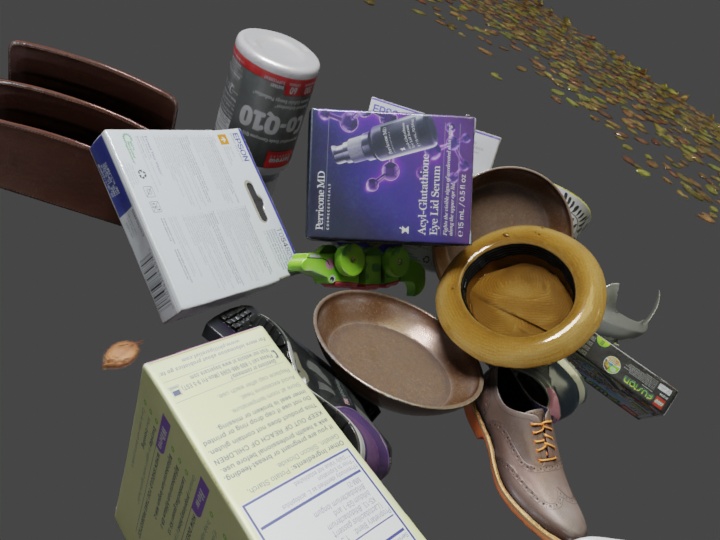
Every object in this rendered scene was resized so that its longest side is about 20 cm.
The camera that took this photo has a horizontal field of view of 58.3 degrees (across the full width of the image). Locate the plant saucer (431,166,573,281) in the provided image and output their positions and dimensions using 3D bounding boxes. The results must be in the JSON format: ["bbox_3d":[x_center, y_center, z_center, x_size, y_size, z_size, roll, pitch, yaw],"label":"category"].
[{"bbox_3d":[0.189,-0.041,0.877,0.196,0.205,0.037,16,15,-12],"label":"plant saucer"}]

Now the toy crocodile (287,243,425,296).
[{"bbox_3d":[0.000,0.000,0.803,0.196,0.064,0.067,2,-2,-41],"label":"toy crocodile"}]

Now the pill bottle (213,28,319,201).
[{"bbox_3d":[-0.134,-0.203,0.867,0.111,0.203,0.115,16,35,-12],"label":"pill bottle"}]

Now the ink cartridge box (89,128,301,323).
[{"bbox_3d":[-0.174,-0.061,0.718,0.198,0.040,0.204,-17,81,-55],"label":"ink cartridge box"}]

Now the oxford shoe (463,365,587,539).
[{"bbox_3d":[0.173,0.186,0.666,0.070,0.074,0.202,0,42,-32],"label":"oxford shoe"}]

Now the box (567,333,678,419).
[{"bbox_3d":[0.287,0.109,0.814,0.198,0.035,0.110,37,-8,17],"label":"box"}]

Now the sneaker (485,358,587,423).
[{"bbox_3d":[0.175,0.103,0.782,0.081,0.071,0.199,-26,52,-34],"label":"sneaker"}]

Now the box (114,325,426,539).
[{"bbox_3d":[-0.071,0.178,0.434,0.095,0.178,0.200,-14,50,-42],"label":"box"}]

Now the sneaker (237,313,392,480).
[{"bbox_3d":[-0.048,0.123,0.602,0.200,0.076,0.087,46,12,35],"label":"sneaker"}]

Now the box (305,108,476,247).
[{"bbox_3d":[0.032,-0.106,0.776,0.194,0.153,0.104,1,1,-4],"label":"box"}]

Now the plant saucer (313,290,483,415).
[{"bbox_3d":[0.037,0.093,0.702,0.196,0.037,0.202,19,24,-9],"label":"plant saucer"}]

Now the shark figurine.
[{"bbox_3d":[0.359,0.057,0.918,0.209,0.092,0.129,9,22,-15],"label":"shark figurine"}]

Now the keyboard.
[{"bbox_3d":[-0.081,0.111,0.654,0.198,0.021,0.127,35,36,14],"label":"keyboard"}]

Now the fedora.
[{"bbox_3d":[0.184,0.041,0.740,0.196,0.082,0.204,-15,46,16],"label":"fedora"}]

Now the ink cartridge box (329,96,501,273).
[{"bbox_3d":[0.073,-0.109,0.880,0.193,0.205,0.043,13,13,-16],"label":"ink cartridge box"}]

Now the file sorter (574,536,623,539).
[{"bbox_3d":[0.210,0.320,0.472,0.135,0.126,0.202,13,36,-16],"label":"file sorter"}]

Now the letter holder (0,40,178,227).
[{"bbox_3d":[-0.324,-0.157,0.741,0.195,0.144,0.102,17,35,-11],"label":"letter holder"}]

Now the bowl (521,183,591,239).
[{"bbox_3d":[0.237,-0.058,0.972,0.196,0.201,0.096,21,76,-6],"label":"bowl"}]
